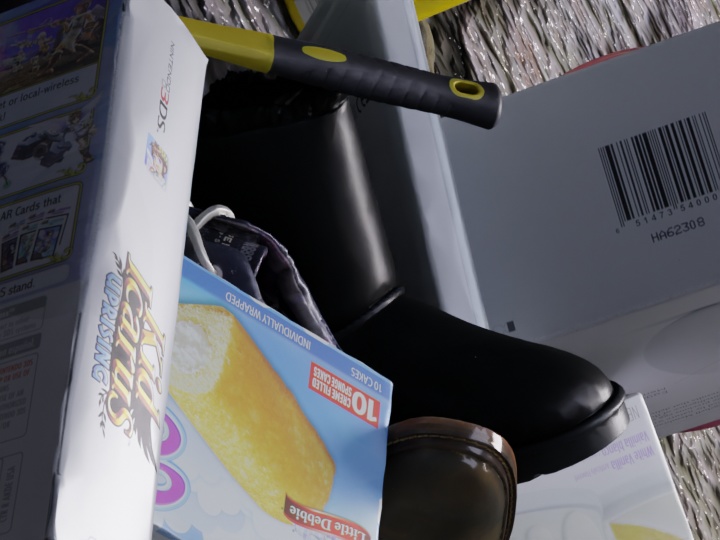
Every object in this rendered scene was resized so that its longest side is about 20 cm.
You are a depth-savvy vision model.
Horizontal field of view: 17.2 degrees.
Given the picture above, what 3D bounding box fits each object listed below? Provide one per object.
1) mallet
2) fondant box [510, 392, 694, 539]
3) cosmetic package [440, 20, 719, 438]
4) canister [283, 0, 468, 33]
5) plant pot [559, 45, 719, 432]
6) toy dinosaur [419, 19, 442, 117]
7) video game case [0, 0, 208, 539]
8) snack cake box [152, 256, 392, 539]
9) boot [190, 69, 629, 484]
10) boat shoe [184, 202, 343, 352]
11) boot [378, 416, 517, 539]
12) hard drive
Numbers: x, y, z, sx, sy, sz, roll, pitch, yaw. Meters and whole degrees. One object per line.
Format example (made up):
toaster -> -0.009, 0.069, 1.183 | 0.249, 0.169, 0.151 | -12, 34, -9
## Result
mallet -> -0.042, -0.090, 0.881 | 0.199, 0.041, 0.066 | 6, 52, -25
fondant box -> 0.087, 0.171, 1.046 | 0.144, 0.058, 0.201 | -20, 91, -21
cosmetic package -> 0.154, -0.013, 1.111 | 0.200, 0.198, 0.123 | 51, 22, -64
canister -> 0.046, -0.204, 1.157 | 0.087, 0.199, 0.149 | -28, 98, -65
plant pot -> 0.173, -0.001, 1.306 | 0.179, 0.199, 0.201 | 46, 31, -70
toy dinosaur -> 0.038, -0.071, 1.211 | 0.088, 0.047, 0.201 | 28, 40, -18
video game case -> -0.139, 0.027, 0.621 | 0.045, 0.199, 0.182 | 49, 33, -43
snack cake box -> -0.087, 0.051, 0.800 | 0.200, 0.067, 0.115 | 32, 41, -26
boot -> 0.001, 0.000, 0.938 | 0.073, 0.198, 0.163 | -33, 113, -44
boat shoe -> -0.086, -0.014, 0.881 | 0.200, 0.092, 0.075 | 55, 30, -28
boot -> 0.011, 0.136, 0.898 | 0.200, 0.074, 0.097 | 112, -9, -55
hard drive -> 0.010, -0.028, 1.069 | 0.027, 0.132, 0.201 | -6, 72, -19
